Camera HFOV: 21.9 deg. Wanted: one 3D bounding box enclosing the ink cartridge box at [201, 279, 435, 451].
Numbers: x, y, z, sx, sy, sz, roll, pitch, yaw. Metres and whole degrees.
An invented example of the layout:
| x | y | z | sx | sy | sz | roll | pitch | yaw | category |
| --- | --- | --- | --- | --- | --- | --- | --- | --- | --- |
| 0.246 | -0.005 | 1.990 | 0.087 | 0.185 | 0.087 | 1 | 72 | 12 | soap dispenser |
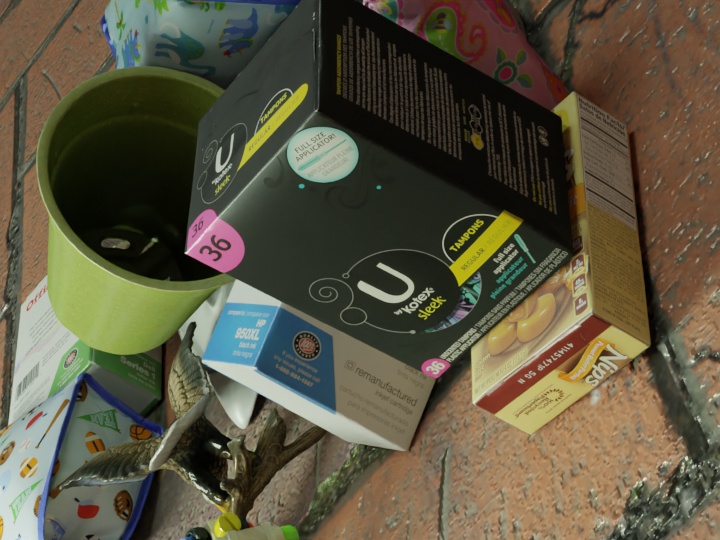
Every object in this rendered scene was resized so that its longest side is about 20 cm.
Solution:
| x | y | z | sx | sy | sz | roll | pitch | yaw | category |
| --- | --- | --- | --- | --- | --- | --- | --- | --- | --- |
| -0.002 | 0.007 | 1.332 | 0.084 | 0.144 | 0.201 | 1 | 65 | 58 | ink cartridge box |

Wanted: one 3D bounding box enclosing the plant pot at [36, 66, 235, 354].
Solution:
| x | y | z | sx | sy | sz | roll | pitch | yaw | category |
| --- | --- | --- | --- | --- | --- | --- | --- | --- | --- |
| -0.177 | -0.029 | 1.499 | 0.190 | 0.198 | 0.201 | 123 | 162 | -56 | plant pot |

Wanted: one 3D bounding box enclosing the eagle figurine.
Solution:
| x | y | z | sx | sy | sz | roll | pitch | yaw | category |
| --- | --- | --- | --- | --- | --- | --- | --- | --- | --- |
| -0.140 | 0.135 | 1.450 | 0.199 | 0.151 | 0.152 | 26 | 118 | 42 | eagle figurine |

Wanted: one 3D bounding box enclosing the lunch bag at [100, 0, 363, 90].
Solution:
| x | y | z | sx | sy | sz | roll | pitch | yaw | category |
| --- | --- | --- | --- | --- | --- | --- | --- | --- | --- |
| -0.093 | -0.207 | 1.525 | 0.170 | 0.198 | 0.128 | -49 | 48 | 52 | lunch bag |

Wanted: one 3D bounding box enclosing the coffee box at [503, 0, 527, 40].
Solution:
| x | y | z | sx | sy | sz | roll | pitch | yaw | category |
| --- | --- | --- | --- | --- | --- | --- | --- | --- | --- |
| 0.034 | -0.133 | 1.450 | 0.200 | 0.080 | 0.115 | -37 | 33 | 23 | coffee box |

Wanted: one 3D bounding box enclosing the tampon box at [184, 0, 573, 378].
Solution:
| x | y | z | sx | sy | sz | roll | pitch | yaw | category |
| --- | --- | --- | --- | --- | --- | --- | --- | --- | --- |
| 0.012 | -0.054 | 1.185 | 0.150 | 0.199 | 0.127 | -45 | 30 | 36 | tampon box |

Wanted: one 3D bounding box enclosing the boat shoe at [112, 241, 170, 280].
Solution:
| x | y | z | sx | sy | sz | roll | pitch | yaw | category |
| --- | --- | --- | --- | --- | --- | --- | --- | --- | --- |
| -0.200 | -0.008 | 1.724 | 0.200 | 0.071 | 0.076 | -92 | 4 | -63 | boat shoe |

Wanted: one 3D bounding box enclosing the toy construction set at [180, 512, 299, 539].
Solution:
| x | y | z | sx | sy | sz | roll | pitch | yaw | category |
| --- | --- | --- | --- | --- | --- | --- | --- | --- | --- |
| -0.095 | 0.252 | 1.326 | 0.200 | 0.092 | 0.132 | -50 | 55 | 35 | toy construction set |

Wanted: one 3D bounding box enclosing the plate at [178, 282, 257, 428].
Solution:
| x | y | z | sx | sy | sz | roll | pitch | yaw | category |
| --- | --- | --- | --- | --- | --- | --- | --- | --- | --- |
| -0.110 | 0.005 | 1.578 | 0.200 | 0.032 | 0.201 | -134 | 57 | -61 | plate |

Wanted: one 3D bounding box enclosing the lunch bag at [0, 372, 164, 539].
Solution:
| x | y | z | sx | sy | sz | roll | pitch | yaw | category |
| --- | --- | --- | --- | --- | --- | --- | --- | --- | --- |
| -0.270 | 0.221 | 1.611 | 0.170 | 0.124 | 0.201 | -36 | 28 | 37 | lunch bag |

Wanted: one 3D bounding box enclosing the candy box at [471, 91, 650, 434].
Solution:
| x | y | z | sx | sy | sz | roll | pitch | yaw | category |
| --- | --- | --- | --- | --- | --- | --- | --- | --- | --- |
| 0.126 | -0.007 | 1.223 | 0.115 | 0.055 | 0.201 | -41 | 33 | 36 | candy box |

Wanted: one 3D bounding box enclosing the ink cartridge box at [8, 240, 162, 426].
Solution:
| x | y | z | sx | sy | sz | roll | pitch | yaw | category |
| --- | --- | --- | --- | --- | --- | --- | --- | --- | --- |
| -0.260 | 0.075 | 1.773 | 0.145 | 0.084 | 0.201 | -44 | 32 | 29 | ink cartridge box |

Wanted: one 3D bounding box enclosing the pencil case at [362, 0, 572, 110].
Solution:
| x | y | z | sx | sy | sz | roll | pitch | yaw | category |
| --- | --- | --- | --- | --- | --- | --- | --- | --- | --- |
| 0.077 | -0.153 | 1.293 | 0.087 | 0.200 | 0.088 | -26 | 38 | 22 | pencil case |

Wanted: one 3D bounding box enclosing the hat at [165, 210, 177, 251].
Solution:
| x | y | z | sx | sy | sz | roll | pitch | yaw | category |
| --- | --- | --- | --- | --- | --- | --- | --- | --- | --- |
| -0.158 | -0.102 | 1.673 | 0.201 | 0.080 | 0.202 | 19 | -90 | -81 | hat |
